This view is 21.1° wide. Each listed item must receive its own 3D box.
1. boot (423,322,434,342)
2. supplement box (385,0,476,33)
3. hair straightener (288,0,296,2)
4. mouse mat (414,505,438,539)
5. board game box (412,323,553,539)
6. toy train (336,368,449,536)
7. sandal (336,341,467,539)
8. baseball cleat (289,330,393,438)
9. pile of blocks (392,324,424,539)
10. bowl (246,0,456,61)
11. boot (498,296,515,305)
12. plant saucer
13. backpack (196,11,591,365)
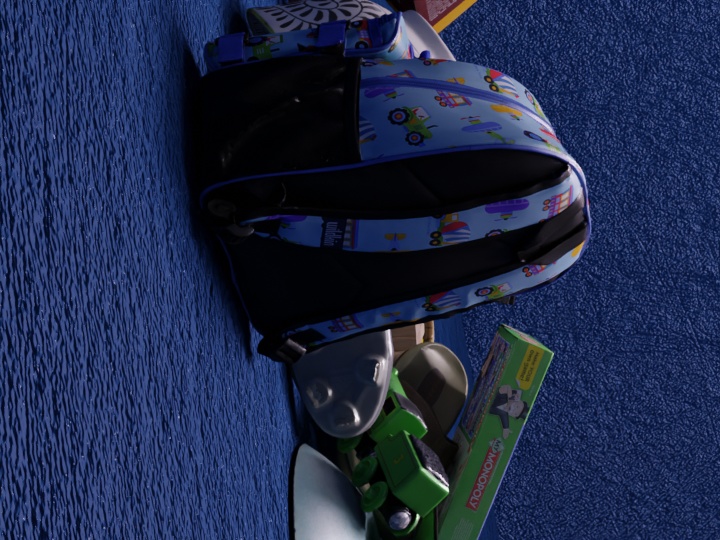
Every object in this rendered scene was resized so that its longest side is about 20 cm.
[{"bbox_3d":[0.035,0.114,1.626,0.155,0.072,0.201,67,21,-67],"label":"boot"},{"bbox_3d":[0.028,-0.315,1.466,0.197,0.133,0.200,49,-4,18],"label":"supplement box"},{"bbox_3d":[-0.026,-0.129,1.513,0.077,0.041,0.201,12,70,-84],"label":"hair straightener"},{"bbox_3d":[0.026,0.249,1.246,0.161,0.008,0.201,-86,-171,-68],"label":"mouse mat"},{"bbox_3d":[0.079,0.139,1.366,0.135,0.029,0.200,-119,-128,-86],"label":"board game box"},{"bbox_3d":[0.013,0.101,1.267,0.042,0.056,0.200,40,12,-27],"label":"toy train"},{"bbox_3d":[0.039,0.110,1.360,0.080,0.057,0.201,51,36,-18],"label":"sandal"},{"bbox_3d":[-0.016,0.008,1.270,0.106,0.070,0.201,23,60,-83],"label":"baseball cleat"},{"bbox_3d":[0.013,0.116,1.456,0.082,0.062,0.200,77,15,-51],"label":"pile of blocks"},{"bbox_3d":[0.018,-0.108,1.261,0.201,0.094,0.201,57,-4,6],"label":"bowl"},{"bbox_3d":[0.054,-0.030,1.640,0.200,0.130,0.068,58,24,-49],"label":"boot"},{"bbox_3d":[-0.006,0.207,1.224,0.201,0.039,0.202,-9,90,-84],"label":"plant saucer"},{"bbox_3d":[0.021,-0.051,1.059,0.183,0.199,0.135,71,12,-58],"label":"backpack"}]
